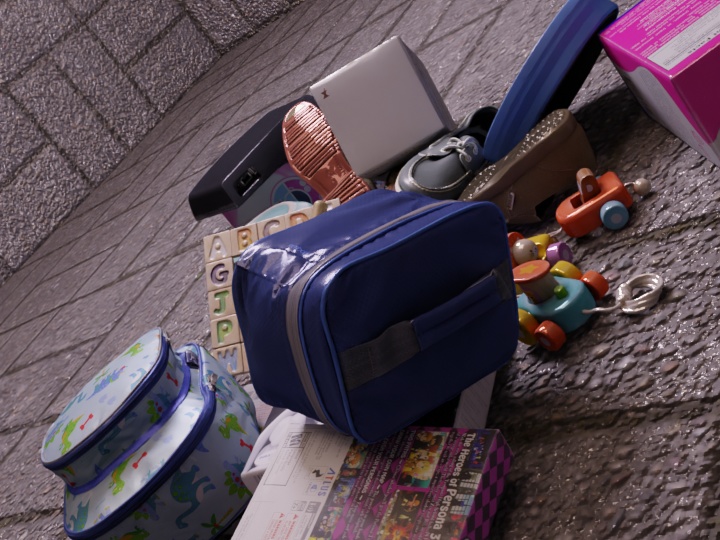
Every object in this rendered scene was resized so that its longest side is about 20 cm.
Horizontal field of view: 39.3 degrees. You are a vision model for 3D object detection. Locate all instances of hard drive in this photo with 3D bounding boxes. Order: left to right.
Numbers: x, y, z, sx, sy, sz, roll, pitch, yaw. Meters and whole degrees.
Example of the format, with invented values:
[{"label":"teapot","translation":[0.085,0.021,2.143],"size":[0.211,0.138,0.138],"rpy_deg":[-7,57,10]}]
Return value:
[{"label":"hard drive","translation":[-0.136,-0.150,1.315],"size":[0.135,0.042,0.200],"rpy_deg":[-10,36,55]}]

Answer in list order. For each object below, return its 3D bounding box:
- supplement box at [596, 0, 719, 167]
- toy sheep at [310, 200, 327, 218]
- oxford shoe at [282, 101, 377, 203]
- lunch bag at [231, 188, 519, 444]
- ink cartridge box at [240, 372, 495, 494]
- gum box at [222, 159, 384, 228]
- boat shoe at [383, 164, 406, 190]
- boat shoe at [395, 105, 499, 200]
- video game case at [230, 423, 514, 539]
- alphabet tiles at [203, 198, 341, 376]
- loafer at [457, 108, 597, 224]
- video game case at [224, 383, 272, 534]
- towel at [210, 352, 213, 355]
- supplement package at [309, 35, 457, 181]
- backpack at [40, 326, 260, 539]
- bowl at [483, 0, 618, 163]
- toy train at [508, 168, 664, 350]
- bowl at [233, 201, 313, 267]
[{"label":"supplement box","translation":[0.293,-0.174,0.857],"size":[0.103,0.101,0.200],"rpy_deg":[-36,21,12]},{"label":"toy sheep","translation":[0.000,0.000,0.974],"size":[0.199,0.138,0.138],"rpy_deg":[-5,40,50]},{"label":"oxford shoe","translation":[-0.032,-0.120,1.219],"size":[0.071,0.074,0.201],"rpy_deg":[-36,62,14]},{"label":"lunch bag","translation":[0.026,0.026,0.718],"size":[0.199,0.137,0.132],"rpy_deg":[-27,26,-33]},{"label":"ink cartridge box","translation":[0.018,0.093,0.835],"size":[0.197,0.044,0.200],"rpy_deg":[-18,27,28]},{"label":"gum box","translation":[-0.081,-0.097,1.334],"size":[0.199,0.114,0.066],"rpy_deg":[-31,22,22]},{"label":"boat shoe","translation":[0.065,-0.078,1.100],"size":[0.067,0.072,0.200],"rpy_deg":[-34,19,21]},{"label":"boat shoe","translation":[0.100,-0.124,1.069],"size":[0.200,0.073,0.062],"rpy_deg":[-39,-24,-50]},{"label":"video game case","translation":[-0.011,0.189,0.653],"size":[0.180,0.036,0.201],"rpy_deg":[-6,42,35]},{"label":"alphabet tiles","translation":[-0.072,0.015,1.074],"size":[0.199,0.008,0.168],"rpy_deg":[-15,66,14]},{"label":"loafer","translation":[0.146,-0.071,0.959],"size":[0.200,0.067,0.076],"rpy_deg":[-41,8,49]},{"label":"video game case","translation":[-0.091,0.167,0.939],"size":[0.199,0.023,0.182],"rpy_deg":[-17,30,45]},{"label":"towel","translation":[-0.237,0.175,1.163],"size":[0.199,0.035,0.133],"rpy_deg":[-30,21,29]},{"label":"supplement package","translation":[0.037,-0.183,1.190],"size":[0.116,0.118,0.200],"rpy_deg":[-28,-3,13]},{"label":"backpack","translation":[-0.183,0.160,0.875],"size":[0.183,0.147,0.200],"rpy_deg":[-42,24,-1]},{"label":"bowl","translation":[0.194,-0.190,1.016],"size":[0.201,0.039,0.201],"rpy_deg":[-53,-11,-16]},{"label":"toy train","translation":[0.170,-0.022,0.818],"size":[0.150,0.056,0.200],"rpy_deg":[-31,22,19]},{"label":"bowl","translation":[-0.092,-0.004,1.178],"size":[0.200,0.105,0.201],"rpy_deg":[-35,21,16]}]
